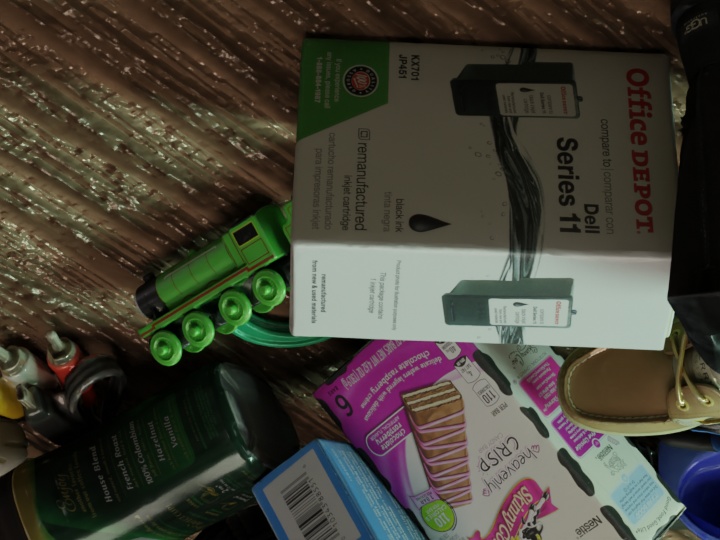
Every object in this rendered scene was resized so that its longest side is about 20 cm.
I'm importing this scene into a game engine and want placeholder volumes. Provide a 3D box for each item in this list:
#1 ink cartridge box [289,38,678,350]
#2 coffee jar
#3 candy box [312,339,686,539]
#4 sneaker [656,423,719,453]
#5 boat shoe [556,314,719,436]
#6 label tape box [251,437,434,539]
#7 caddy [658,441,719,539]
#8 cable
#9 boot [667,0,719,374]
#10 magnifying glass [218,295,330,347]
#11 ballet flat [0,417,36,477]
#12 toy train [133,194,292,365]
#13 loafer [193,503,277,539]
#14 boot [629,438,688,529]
[{"bbox_3d":[0.065,-0.041,1.120,0.200,0.147,0.083,2,143,-1],"label":"ink cartridge box"},{"bbox_3d":[-0.145,0.139,1.382,0.200,0.085,0.104,-28,157,14],"label":"coffee jar"},{"bbox_3d":[0.081,0.110,1.301,0.200,0.061,0.136,50,134,3],"label":"candy box"},{"bbox_3d":[0.245,0.050,1.257,0.200,0.112,0.073,-23,140,32],"label":"sneaker"},{"bbox_3d":[0.204,0.049,1.198,0.200,0.074,0.066,-13,172,14],"label":"boat shoe"},{"bbox_3d":[0.036,0.188,1.368,0.063,0.144,0.200,-40,153,20],"label":"label tape box"},{"bbox_3d":[0.286,0.112,1.317,0.200,0.141,0.105,-15,143,21],"label":"caddy"},{"bbox_3d":[-0.184,0.095,1.425,0.097,0.050,0.200,-24,151,7],"label":"cable"},{"bbox_3d":[0.212,-0.030,1.078,0.066,0.200,0.165,-28,134,34],"label":"boot"},{"bbox_3d":[0.000,0.000,1.286,0.200,0.022,0.080,-20,138,30],"label":"magnifying glass"},{"bbox_3d":[-0.254,0.141,1.461,0.072,0.068,0.200,-21,142,-2],"label":"ballet flat"},{"bbox_3d":[-0.061,-0.004,1.252,0.200,0.042,0.056,-29,89,33],"label":"toy train"},{"bbox_3d":[-0.040,0.176,1.439,0.063,0.072,0.200,-44,161,27],"label":"loafer"},{"bbox_3d":[0.179,0.121,1.403,0.138,0.078,0.200,-2,156,-2],"label":"boot"}]
